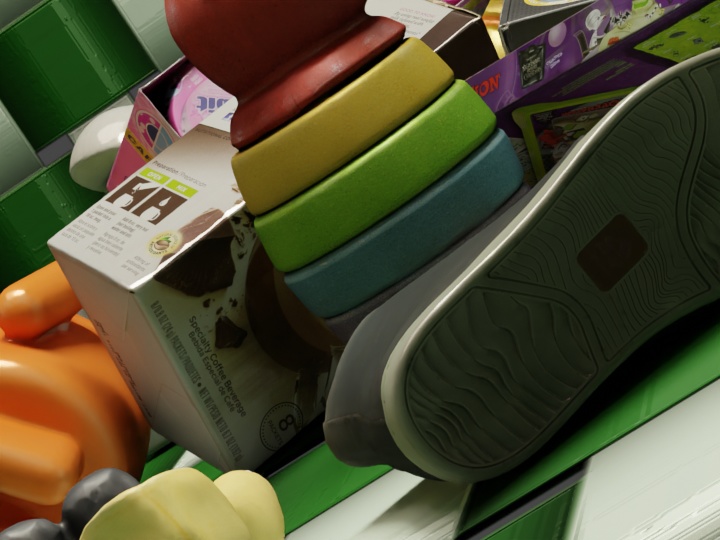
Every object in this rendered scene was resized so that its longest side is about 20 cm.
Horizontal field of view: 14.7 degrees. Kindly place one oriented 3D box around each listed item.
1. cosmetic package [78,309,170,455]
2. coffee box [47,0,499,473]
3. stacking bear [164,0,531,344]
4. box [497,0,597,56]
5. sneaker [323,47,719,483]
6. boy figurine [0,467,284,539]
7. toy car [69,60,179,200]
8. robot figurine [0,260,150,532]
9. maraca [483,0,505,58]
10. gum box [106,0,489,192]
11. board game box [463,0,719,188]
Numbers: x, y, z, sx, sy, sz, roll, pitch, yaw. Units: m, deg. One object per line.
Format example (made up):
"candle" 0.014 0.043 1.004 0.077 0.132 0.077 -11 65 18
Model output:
"cosmetic package" -0.057 0.000 1.473 0.200 0.107 0.090 -30 7 17
"coffee box" -0.021 -0.020 1.226 0.200 0.113 0.080 -40 35 -19
"stacking bear" -0.001 -0.054 1.096 0.114 0.200 0.121 -32 6 22
"box" 0.165 -0.135 1.241 0.199 0.044 0.160 -14 17 11
"sneaker" 0.070 -0.007 0.926 0.200 0.075 0.106 -37 8 -18
"boy figurine" -0.080 0.104 0.926 0.124 0.065 0.200 -33 2 -13
"toy car" -0.084 -0.027 1.745 0.150 0.176 0.200 7 -24 -39
"robot figurine" -0.153 0.079 1.256 0.116 0.144 0.200 -22 10 5
"maraca" 0.111 -0.116 1.479 0.200 0.107 0.137 -34 4 -9
"gum box" -0.022 -0.096 1.340 0.200 0.066 0.114 -40 -8 -24
"board game box" 0.120 -0.075 1.147 0.120 0.032 0.200 18 -32 -36
